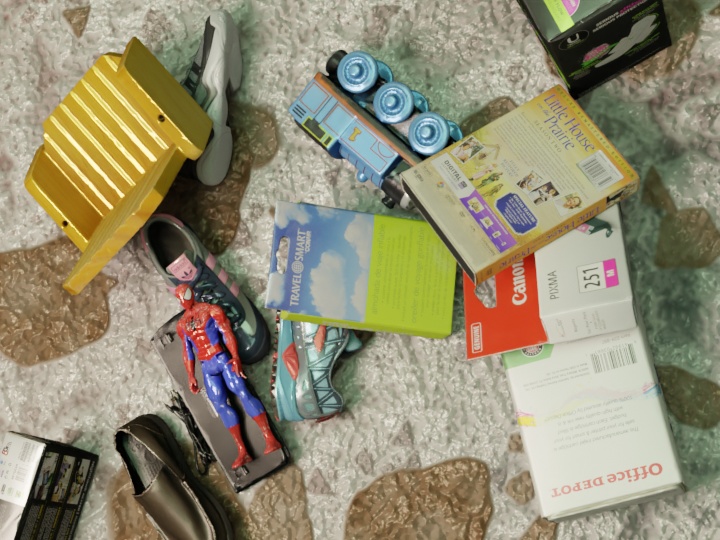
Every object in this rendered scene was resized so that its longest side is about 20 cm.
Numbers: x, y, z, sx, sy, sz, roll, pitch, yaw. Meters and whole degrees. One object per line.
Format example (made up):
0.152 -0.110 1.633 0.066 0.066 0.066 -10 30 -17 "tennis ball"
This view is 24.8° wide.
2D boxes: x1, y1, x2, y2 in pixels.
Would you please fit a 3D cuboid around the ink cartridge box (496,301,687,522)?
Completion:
0.233 0.141 1.643 0.145 0.088 0.200 -16 73 11 "ink cartridge box"

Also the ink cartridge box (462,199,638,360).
0.184 -0.007 1.655 0.173 0.044 0.200 -12 41 11 "ink cartridge box"

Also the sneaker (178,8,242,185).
-0.199 -0.197 1.827 0.114 0.075 0.201 3 82 12 "sneaker"

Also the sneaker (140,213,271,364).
-0.176 0.020 1.775 0.070 0.082 0.200 -42 72 2 "sneaker"

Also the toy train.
0.022 -0.150 1.761 0.200 0.087 0.114 42 100 16 "toy train"

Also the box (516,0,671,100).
0.225 -0.289 1.673 0.124 0.200 0.149 -30 74 7 "box"

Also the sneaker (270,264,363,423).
-0.044 0.064 1.748 0.095 0.079 0.201 5 84 -2 "sneaker"

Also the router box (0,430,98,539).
-0.355 0.278 1.733 0.051 0.149 0.200 15 83 16 "router box"

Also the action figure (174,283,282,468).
-0.148 0.106 1.717 0.065 0.052 0.200 -26 85 22 "action figure"

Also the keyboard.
-0.157 0.140 1.766 0.104 0.040 0.200 -31 85 17 "keyboard"

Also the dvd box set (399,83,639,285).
0.161 -0.090 1.666 0.200 0.029 0.146 -31 61 -10 "dvd box set"

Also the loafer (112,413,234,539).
-0.209 0.243 1.737 0.073 0.071 0.200 -46 67 21 "loafer"

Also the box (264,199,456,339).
0.000 0.000 1.707 0.199 0.048 0.122 8 76 -12 "box"

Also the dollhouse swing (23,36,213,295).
-0.284 -0.107 1.736 0.182 0.176 0.200 48 121 0 "dollhouse swing"
